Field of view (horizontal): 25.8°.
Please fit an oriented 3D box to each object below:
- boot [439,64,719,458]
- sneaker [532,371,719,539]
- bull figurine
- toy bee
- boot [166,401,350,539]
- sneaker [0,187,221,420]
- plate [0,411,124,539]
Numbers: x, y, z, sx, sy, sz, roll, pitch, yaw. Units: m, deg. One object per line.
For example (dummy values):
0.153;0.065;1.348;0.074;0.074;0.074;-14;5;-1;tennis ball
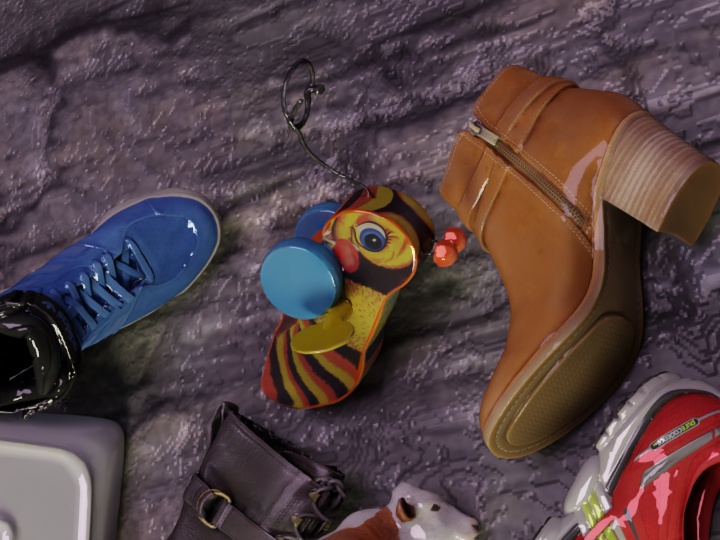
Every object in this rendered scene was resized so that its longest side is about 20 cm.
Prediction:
0.092;-0.010;0.871;0.154;0.074;0.201;35;90;40;boot
0.133;0.149;0.783;0.085;0.077;0.201;29;91;30;sneaker
-0.014;0.189;0.823;0.065;0.199;0.122;-44;65;55;bull figurine
0.000;0.000;0.877;0.108;0.201;0.131;16;52;16;toy bee
-0.062;0.187;0.895;0.200;0.069;0.175;38;94;35;boot
-0.173;0.024;0.972;0.199;0.077;0.111;-26;20;1;sneaker
-0.237;0.175;0.940;0.032;0.198;0.201;-31;53;58;plate
